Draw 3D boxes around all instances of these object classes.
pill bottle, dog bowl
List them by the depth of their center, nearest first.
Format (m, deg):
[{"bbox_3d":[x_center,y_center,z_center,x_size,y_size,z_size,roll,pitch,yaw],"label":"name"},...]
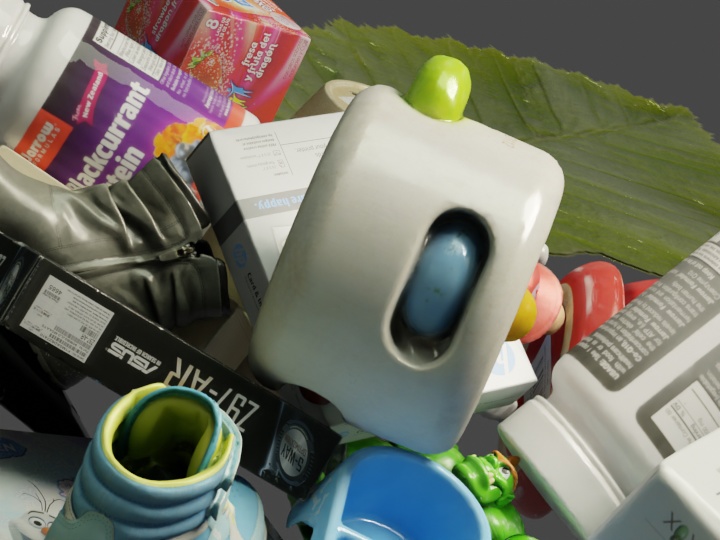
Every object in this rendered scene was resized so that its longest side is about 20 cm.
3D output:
[{"bbox_3d":[0.014,0.167,1.316,0.111,0.050,0.200,27,32,-8],"label":"dog bowl"},{"bbox_3d":[0.188,0.071,1.509,0.114,0.200,0.114,52,-4,5],"label":"pill bottle"},{"bbox_3d":[-0.176,-0.103,1.644,0.200,0.111,0.111,31,18,-11],"label":"pill bottle"}]

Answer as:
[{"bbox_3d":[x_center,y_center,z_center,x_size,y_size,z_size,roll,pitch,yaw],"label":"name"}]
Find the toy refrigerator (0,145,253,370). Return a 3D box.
[{"bbox_3d":[-0.168,0.011,1.582,0.200,0.076,0.070,33,-14,20],"label":"toy refrigerator"}]

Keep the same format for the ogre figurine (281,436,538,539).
[{"bbox_3d":[0.038,0.155,1.476,0.120,0.098,0.200,-13,23,-33],"label":"ogre figurine"}]

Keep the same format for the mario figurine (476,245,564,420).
[{"bbox_3d":[0.097,0.038,1.649,0.200,0.106,0.124,105,-36,-74],"label":"mario figurine"}]

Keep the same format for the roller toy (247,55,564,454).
[{"bbox_3d":[0.030,0.004,1.378,0.140,0.200,0.183,23,47,2],"label":"roller toy"}]

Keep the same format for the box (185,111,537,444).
[{"bbox_3d":[0.000,0.000,1.516,0.156,0.041,0.200,-10,69,-33],"label":"box"}]

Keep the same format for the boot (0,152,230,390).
[{"bbox_3d":[-0.167,-0.038,1.498,0.200,0.131,0.068,62,-2,-11],"label":"boot"}]

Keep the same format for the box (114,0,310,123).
[{"bbox_3d":[-0.132,-0.109,1.769,0.095,0.200,0.100,12,24,-38],"label":"box"}]

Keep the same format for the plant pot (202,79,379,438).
[{"bbox_3d":[-0.022,-0.019,1.675,0.187,0.200,0.187,22,20,-9],"label":"plant pot"}]

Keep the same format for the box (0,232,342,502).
[{"bbox_3d":[-0.124,0.048,1.381,0.200,0.044,0.160,33,-5,-22],"label":"box"}]

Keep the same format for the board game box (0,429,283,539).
[{"bbox_3d":[-0.120,0.160,1.332,0.200,0.043,0.199,9,27,-38],"label":"board game box"}]

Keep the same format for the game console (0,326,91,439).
[{"bbox_3d":[-0.262,0.055,1.467,0.176,0.116,0.200,-16,35,-17],"label":"game console"}]

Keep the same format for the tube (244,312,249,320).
[{"bbox_3d":[-0.156,0.010,1.644,0.052,0.058,0.200,-11,38,-45],"label":"tube"}]

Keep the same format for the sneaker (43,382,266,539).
[{"bbox_3d":[-0.083,0.109,1.253,0.080,0.131,0.200,31,21,14],"label":"sneaker"}]

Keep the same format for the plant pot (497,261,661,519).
[{"bbox_3d":[0.200,0.095,1.658,0.182,0.201,0.200,19,20,-10],"label":"plant pot"}]

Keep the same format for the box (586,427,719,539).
[{"bbox_3d":[0.213,0.210,1.372,0.200,0.171,0.199,47,25,14],"label":"box"}]
